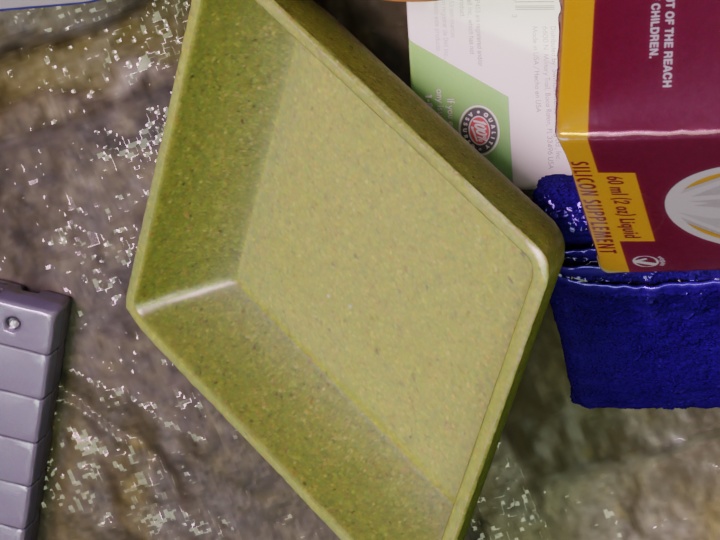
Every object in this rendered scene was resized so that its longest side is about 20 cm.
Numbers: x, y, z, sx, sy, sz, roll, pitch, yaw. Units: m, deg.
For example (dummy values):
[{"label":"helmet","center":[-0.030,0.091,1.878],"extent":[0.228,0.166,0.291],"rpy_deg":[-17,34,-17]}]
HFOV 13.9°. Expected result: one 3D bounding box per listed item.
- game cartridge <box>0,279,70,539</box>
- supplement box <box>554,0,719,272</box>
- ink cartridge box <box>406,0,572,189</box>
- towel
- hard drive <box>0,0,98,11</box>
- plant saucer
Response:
[{"label":"game cartridge","center":[-0.231,0.051,1.282],"extent":[0.200,0.038,0.130],"rpy_deg":[13,106,8]},{"label":"supplement box","center":[0.175,-0.061,1.026],"extent":[0.200,0.110,0.086],"rpy_deg":[-1,65,13]},{"label":"ink cartridge box","center":[0.122,-0.094,1.135],"extent":[0.200,0.067,0.117],"rpy_deg":[1,109,12]},{"label":"towel","center":[0.170,0.015,1.136],"extent":[0.200,0.050,0.148],"rpy_deg":[0,145,14]},{"label":"hard drive","center":[-0.158,-0.195,1.127],"extent":[0.132,0.025,0.200],"rpy_deg":[-3,75,17]},{"label":"plant saucer","center":[0.000,0.000,1.149],"extent":[0.200,0.048,0.200],"rpy_deg":[45,139,28]}]
